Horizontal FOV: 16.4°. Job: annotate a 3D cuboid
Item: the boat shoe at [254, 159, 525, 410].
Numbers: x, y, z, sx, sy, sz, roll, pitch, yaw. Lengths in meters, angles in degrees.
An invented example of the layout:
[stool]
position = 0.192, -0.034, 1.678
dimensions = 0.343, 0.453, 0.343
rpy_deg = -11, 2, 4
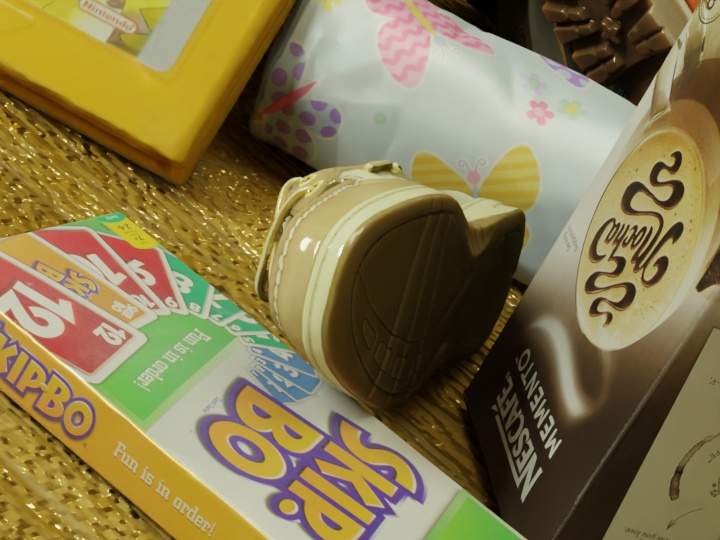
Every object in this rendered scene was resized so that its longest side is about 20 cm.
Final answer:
[boat shoe]
position = 0.000, 0.000, 0.828
dimensions = 0.066, 0.075, 0.200
rpy_deg = 19, 4, 15

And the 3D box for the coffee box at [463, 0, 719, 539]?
[coffee box]
position = 0.120, 0.004, 0.793
dimensions = 0.079, 0.201, 0.113
rpy_deg = 21, 24, -20

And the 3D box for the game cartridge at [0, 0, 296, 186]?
[game cartridge]
position = -0.092, -0.157, 0.934
dimensions = 0.175, 0.201, 0.032
rpy_deg = 28, -17, 3

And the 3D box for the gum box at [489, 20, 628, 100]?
[gum box]
position = 0.160, -0.086, 1.177
dimensions = 0.169, 0.045, 0.200
rpy_deg = 12, 30, -30

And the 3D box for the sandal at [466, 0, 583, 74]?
[sandal]
position = 0.054, -0.134, 1.057
dimensions = 0.054, 0.202, 0.082
rpy_deg = -6, 0, -10

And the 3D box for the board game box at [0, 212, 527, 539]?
[board game box]
position = -0.036, 0.053, 0.754
dimensions = 0.200, 0.030, 0.095
rpy_deg = 40, 27, 20

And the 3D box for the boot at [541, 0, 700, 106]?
[boot]
position = 0.165, -0.077, 1.028
dimensions = 0.107, 0.075, 0.201
rpy_deg = -40, 104, -32

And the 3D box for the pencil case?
[pencil case]
position = 0.056, -0.049, 0.969
dimensions = 0.199, 0.083, 0.091
rpy_deg = 27, 37, 1
